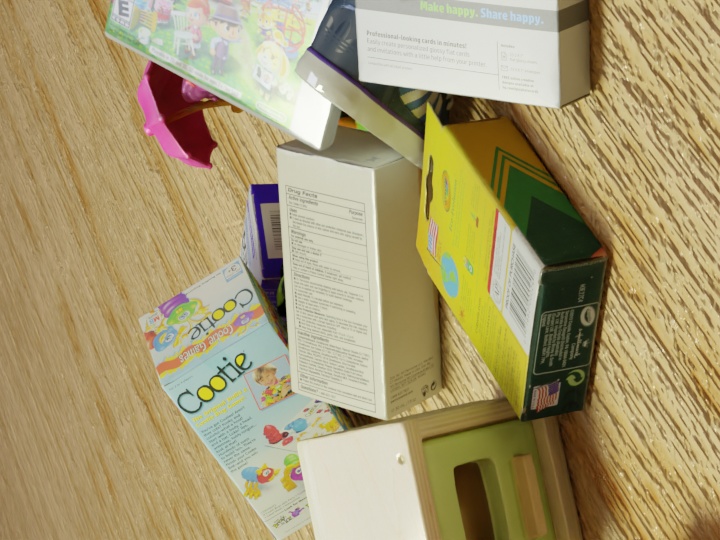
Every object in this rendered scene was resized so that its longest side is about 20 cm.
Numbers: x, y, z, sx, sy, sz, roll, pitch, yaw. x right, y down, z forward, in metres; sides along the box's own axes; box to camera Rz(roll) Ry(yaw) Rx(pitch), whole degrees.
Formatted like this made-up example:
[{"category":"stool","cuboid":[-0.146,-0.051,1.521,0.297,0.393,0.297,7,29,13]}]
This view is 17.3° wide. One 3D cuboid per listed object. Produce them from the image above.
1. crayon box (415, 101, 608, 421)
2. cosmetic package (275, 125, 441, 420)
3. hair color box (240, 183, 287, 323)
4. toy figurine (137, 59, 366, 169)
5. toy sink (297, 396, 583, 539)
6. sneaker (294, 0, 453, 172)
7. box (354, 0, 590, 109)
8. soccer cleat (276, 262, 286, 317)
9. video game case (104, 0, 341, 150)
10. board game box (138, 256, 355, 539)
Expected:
[{"category":"crayon box","cuboid":[0.096,-0.013,1.567,0.200,0.050,0.128,-121,27,-47]},{"category":"cosmetic package","cuboid":[0.000,0.000,1.780,0.105,0.071,0.202,16,117,38]},{"category":"hair color box","cuboid":[-0.073,0.030,2.065,0.201,0.064,0.110,99,166,-49]},{"category":"toy figurine","cuboid":[-0.080,-0.148,1.821,0.201,0.183,0.151,104,151,-51]},{"category":"toy sink","cuboid":[0.073,0.156,1.591,0.112,0.199,0.131,-14,85,43]},{"category":"sneaker","cuboid":[0.044,-0.159,1.630,0.080,0.147,0.200,37,-176,28]},{"category":"box","cuboid":[0.066,-0.208,1.452,0.155,0.041,0.202,12,113,34]},{"category":"soccer cleat","cuboid":[-0.036,-0.006,1.927,0.068,0.080,0.201,110,146,-57]},{"category":"video game case","cuboid":[-0.085,-0.206,1.676,0.199,0.022,0.183,29,124,20]},{"category":"board game box","cuboid":[-0.084,0.107,1.956,0.200,0.104,0.103,57,-177,-36]}]
